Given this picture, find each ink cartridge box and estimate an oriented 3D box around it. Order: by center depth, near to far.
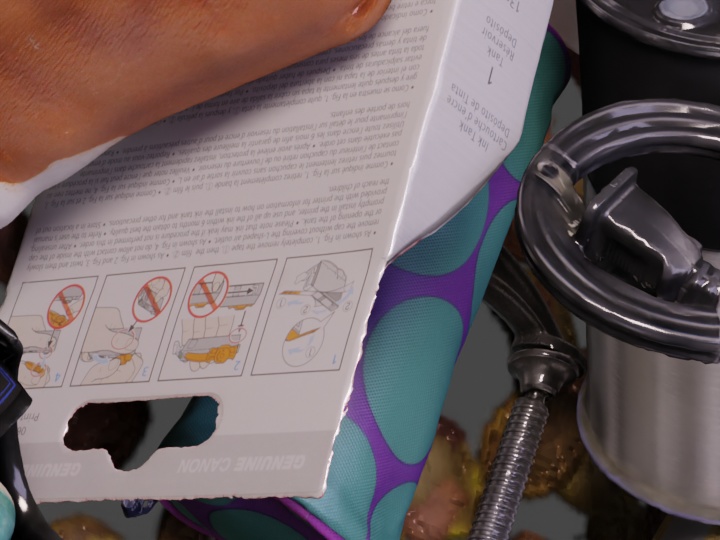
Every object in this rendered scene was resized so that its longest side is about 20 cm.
[{"bbox_3d":[-0.031,-0.017,0.878,0.050,0.161,0.200,32,63,-41],"label":"ink cartridge box"}]

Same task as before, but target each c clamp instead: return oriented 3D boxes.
[{"bbox_3d":[0.026,0.078,1.010,0.171,0.027,0.200,27,67,-30],"label":"c clamp"}]

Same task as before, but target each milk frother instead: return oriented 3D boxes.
[{"bbox_3d":[0.111,0.005,0.913,0.200,0.180,0.188,-27,132,-27],"label":"milk frother"}]

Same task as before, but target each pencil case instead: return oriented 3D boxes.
[{"bbox_3d":[0.000,0.000,0.938,0.085,0.092,0.200,22,69,-2],"label":"pencil case"}]

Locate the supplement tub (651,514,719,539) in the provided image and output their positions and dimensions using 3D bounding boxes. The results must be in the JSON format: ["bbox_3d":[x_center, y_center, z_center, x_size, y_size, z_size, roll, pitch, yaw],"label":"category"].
[{"bbox_3d":[0.152,0.141,1.005,0.146,0.145,0.200,59,40,-17],"label":"supplement tub"}]

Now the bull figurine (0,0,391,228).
[{"bbox_3d":[-0.087,-0.078,0.861,0.065,0.200,0.122,28,42,-74],"label":"bull figurine"}]

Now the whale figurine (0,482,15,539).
[{"bbox_3d":[-0.137,0.117,0.771,0.200,0.159,0.104,28,29,-29],"label":"whale figurine"}]

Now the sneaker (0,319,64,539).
[{"bbox_3d":[-0.135,0.007,0.807,0.070,0.078,0.200,-53,136,-46],"label":"sneaker"}]

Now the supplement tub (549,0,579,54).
[{"bbox_3d":[0.137,-0.176,1.053,0.200,0.145,0.145,-49,115,-20],"label":"supplement tub"}]
